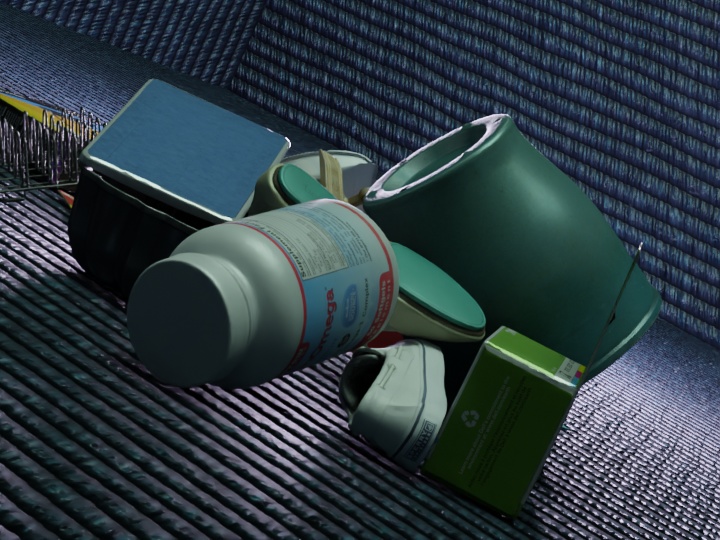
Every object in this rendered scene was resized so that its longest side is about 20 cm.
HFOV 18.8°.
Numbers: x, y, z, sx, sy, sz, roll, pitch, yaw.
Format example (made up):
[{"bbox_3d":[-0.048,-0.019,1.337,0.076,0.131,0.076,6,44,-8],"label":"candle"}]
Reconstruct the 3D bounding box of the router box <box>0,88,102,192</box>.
[{"bbox_3d":[-0.277,-0.116,2.100,0.149,0.051,0.200,30,8,29],"label":"router box"}]

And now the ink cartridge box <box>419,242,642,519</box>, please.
[{"bbox_3d":[0.124,0.060,1.522,0.075,0.201,0.148,25,6,7],"label":"ink cartridge box"}]

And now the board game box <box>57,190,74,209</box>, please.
[{"bbox_3d":[-0.173,-0.033,1.961,0.199,0.030,0.096,20,8,-22],"label":"board game box"}]

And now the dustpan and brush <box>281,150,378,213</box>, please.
[{"bbox_3d":[-0.095,-0.047,1.909,0.199,0.140,0.057,-11,48,-26],"label":"dustpan and brush"}]

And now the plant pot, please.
[{"bbox_3d":[0.102,-0.009,1.685,0.189,0.199,0.200,59,-2,-13],"label":"plant pot"}]

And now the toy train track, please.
[{"bbox_3d":[0.014,-0.039,1.841,0.032,0.115,0.200,-24,-34,32],"label":"toy train track"}]

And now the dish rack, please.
[{"bbox_3d":[-0.250,-0.100,1.771,0.199,0.055,0.153,-6,17,-19],"label":"dish rack"}]

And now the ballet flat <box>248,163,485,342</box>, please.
[{"bbox_3d":[0.000,0.000,1.589,0.200,0.070,0.069,39,5,-3],"label":"ballet flat"}]

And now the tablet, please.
[{"bbox_3d":[-0.133,-0.092,1.694,0.129,0.014,0.200,24,25,1],"label":"tablet"}]

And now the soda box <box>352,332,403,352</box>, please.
[{"bbox_3d":[0.021,0.043,1.871,0.064,0.068,0.200,17,10,-45],"label":"soda box"}]

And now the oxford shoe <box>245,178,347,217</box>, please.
[{"bbox_3d":[-0.072,-0.050,1.820,0.200,0.075,0.058,27,36,-46],"label":"oxford shoe"}]

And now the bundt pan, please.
[{"bbox_3d":[-0.136,-0.009,1.657,0.201,0.076,0.202,24,7,-3],"label":"bundt pan"}]

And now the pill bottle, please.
[{"bbox_3d":[-0.065,0.018,1.452,0.108,0.109,0.200,27,22,24],"label":"pill bottle"}]

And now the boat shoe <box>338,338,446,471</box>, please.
[{"bbox_3d":[0.018,0.080,1.532,0.065,0.074,0.200,28,5,-8],"label":"boat shoe"}]

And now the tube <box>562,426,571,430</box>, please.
[{"bbox_3d":[0.100,0.090,1.937,0.077,0.051,0.200,8,22,-42],"label":"tube"}]
